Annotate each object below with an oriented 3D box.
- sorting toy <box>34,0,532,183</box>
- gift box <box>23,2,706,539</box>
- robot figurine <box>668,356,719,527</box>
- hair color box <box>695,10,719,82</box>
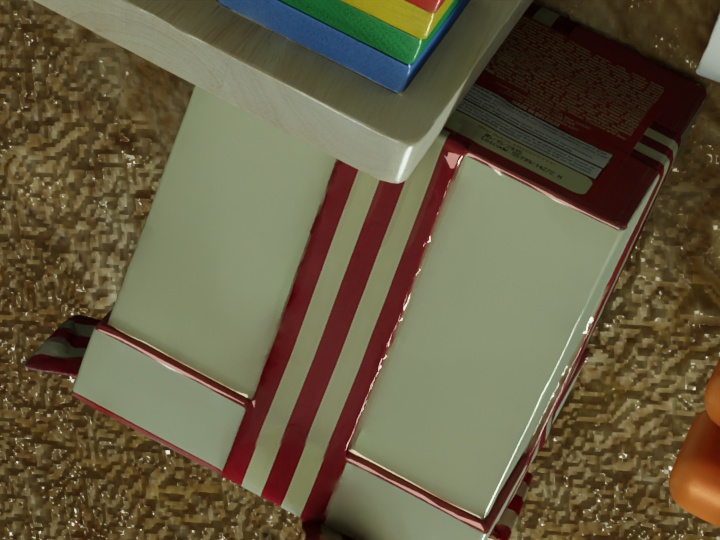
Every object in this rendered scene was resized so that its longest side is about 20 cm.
[{"bbox_3d":[-0.027,-0.150,0.819,0.199,0.200,0.070,28,132,6],"label":"sorting toy"},{"bbox_3d":[0.000,0.000,0.884,0.185,0.200,0.187,29,119,12],"label":"gift box"},{"bbox_3d":[0.219,0.091,0.889,0.200,0.117,0.144,22,77,9],"label":"robot figurine"},{"bbox_3d":[0.232,-0.086,0.841,0.200,0.061,0.099,22,117,9],"label":"hair color box"}]
